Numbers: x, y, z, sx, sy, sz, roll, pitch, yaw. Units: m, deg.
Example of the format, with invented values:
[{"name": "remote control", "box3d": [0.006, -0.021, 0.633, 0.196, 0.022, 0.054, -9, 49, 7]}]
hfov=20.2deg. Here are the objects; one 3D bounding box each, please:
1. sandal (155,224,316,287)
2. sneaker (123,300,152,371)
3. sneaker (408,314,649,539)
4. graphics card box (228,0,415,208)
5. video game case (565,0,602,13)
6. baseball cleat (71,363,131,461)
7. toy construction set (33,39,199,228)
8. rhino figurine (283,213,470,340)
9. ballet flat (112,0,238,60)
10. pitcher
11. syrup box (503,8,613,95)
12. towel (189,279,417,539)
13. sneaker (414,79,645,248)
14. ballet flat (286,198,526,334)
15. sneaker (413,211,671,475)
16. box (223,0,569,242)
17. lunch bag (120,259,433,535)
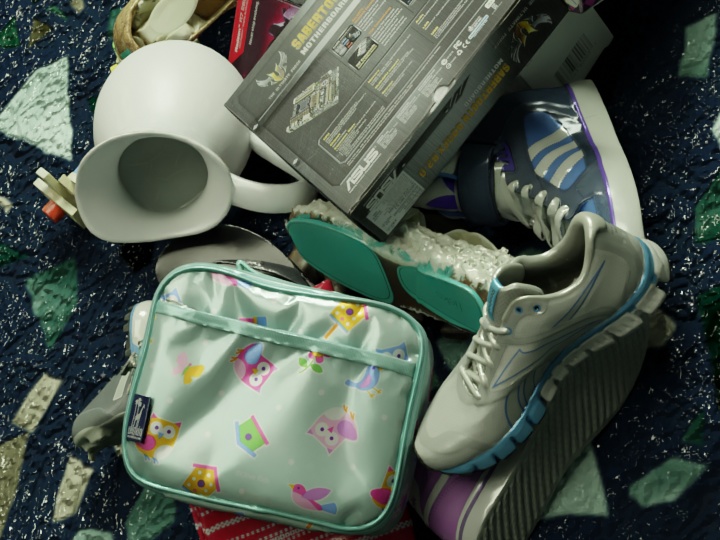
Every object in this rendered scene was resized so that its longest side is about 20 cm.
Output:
[{"name": "sandal", "box3d": [-0.062, 0.024, 1.409, 0.199, 0.043, 0.077, 29, 86, 25]}, {"name": "sneaker", "box3d": [-0.100, 0.107, 1.411, 0.072, 0.072, 0.201, -29, 89, 22]}, {"name": "sneaker", "box3d": [0.098, 0.084, 1.328, 0.201, 0.073, 0.114, -53, 44, -2]}, {"name": "graphics card box", "box3d": [-0.025, -0.133, 1.524, 0.199, 0.051, 0.127, 28, 114, 42]}, {"name": "video game case", "box3d": [0.149, -0.255, 1.445, 0.180, 0.036, 0.199, 22, 45, 41]}, {"name": "baseball cleat", "box3d": [-0.140, 0.059, 1.503, 0.199, 0.070, 0.107, -28, 67, 20]}, {"name": "toy construction set", "box3d": [-0.188, -0.113, 1.637, 0.131, 0.092, 0.201, 38, 96, 22]}, {"name": "rhino figurine", "box3d": [0.000, 0.000, 1.456, 0.198, 0.060, 0.088, 1, 68, 38]}, {"name": "ballet flat", "box3d": [-0.112, -0.231, 1.572, 0.200, 0.070, 0.065, -47, 11, 1]}, {"name": "pitcher", "box3d": [-0.114, -0.091, 1.479, 0.170, 0.122, 0.200, 6, 24, -3]}, {"name": "syrup box", "box3d": [0.080, -0.190, 1.496, 0.199, 0.081, 0.079, 28, 79, 43]}, {"name": "towel", "box3d": [-0.054, 0.124, 1.361, 0.143, 0.022, 0.202, -19, 84, 4]}, {"name": "sneaker", "box3d": [0.110, -0.043, 1.362, 0.145, 0.081, 0.201, -16, 43, 4]}, {"name": "ballet flat", "box3d": [0.039, -0.008, 1.360, 0.199, 0.072, 0.072, 24, 79, 39]}, {"name": "sneaker", "box3d": [0.094, 0.039, 1.246, 0.200, 0.086, 0.075, -48, 39, 10]}, {"name": "box", "box3d": [0.021, -0.142, 1.354, 0.201, 0.048, 0.158, -51, 49, 2]}, {"name": "lunch bag", "box3d": [-0.056, 0.081, 1.314, 0.198, 0.077, 0.162, 12, 85, 8]}]
